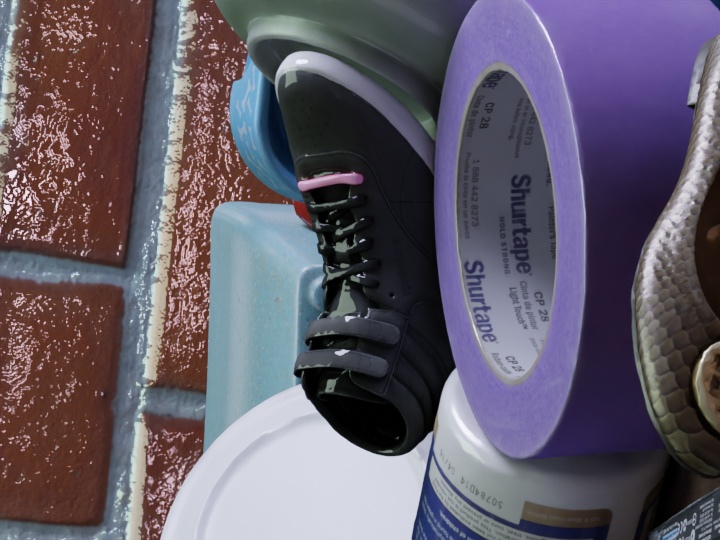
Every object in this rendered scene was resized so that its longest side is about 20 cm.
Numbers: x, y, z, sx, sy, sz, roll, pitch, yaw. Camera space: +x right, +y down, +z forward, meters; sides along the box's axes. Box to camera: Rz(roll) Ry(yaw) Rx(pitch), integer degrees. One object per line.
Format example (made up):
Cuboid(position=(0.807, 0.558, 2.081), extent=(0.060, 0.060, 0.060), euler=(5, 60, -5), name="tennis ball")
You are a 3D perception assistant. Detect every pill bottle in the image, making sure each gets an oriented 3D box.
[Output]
Cuboid(position=(0.077, 0.143, 1.165), extent=(0.111, 0.110, 0.201), euler=(-92, 10, -55), name="pill bottle")

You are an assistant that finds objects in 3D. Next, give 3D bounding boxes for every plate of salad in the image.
Cuboid(position=(-0.018, 0.148, 1.312), extent=(0.048, 0.199, 0.201), euler=(52, -148, -48), name="plate of salad")

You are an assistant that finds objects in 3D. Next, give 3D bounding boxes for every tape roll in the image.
Cuboid(position=(0.099, -0.022, 1.044), extent=(0.200, 0.084, 0.202), euler=(176, 90, -74), name="tape roll")

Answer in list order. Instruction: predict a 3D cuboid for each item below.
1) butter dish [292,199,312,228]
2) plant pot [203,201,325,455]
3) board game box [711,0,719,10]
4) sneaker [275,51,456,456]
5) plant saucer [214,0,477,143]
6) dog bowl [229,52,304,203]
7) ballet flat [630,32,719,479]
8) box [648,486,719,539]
Cuboid(position=(0.073, -0.110, 1.398), extent=(0.199, 0.147, 0.201), euler=(16, 107, 40), name="butter dish")
Cuboid(position=(0.008, 0.055, 1.485), extent=(0.200, 0.195, 0.197), euler=(171, 101, -83), name="plant pot")
Cuboid(position=(0.142, -0.205, 1.158), extent=(0.201, 0.055, 0.197), euler=(-91, 9, -50), name="board game box")
Cuboid(position=(0.000, 0.000, 1.138), extent=(0.099, 0.070, 0.201), euler=(-50, -56, -40), name="sneaker")
Cuboid(position=(0.002, -0.107, 1.166), extent=(0.200, 0.199, 0.050), euler=(118, 177, -75), name="plant saucer")
Cuboid(position=(-0.008, -0.127, 1.289), extent=(0.050, 0.111, 0.201), euler=(-117, 33, -73), name="dog bowl")
Cuboid(position=(0.142, -0.016, 0.888), extent=(0.046, 0.067, 0.201), euler=(-22, 40, 41), name="ballet flat")
Cuboid(position=(0.140, 0.171, 0.848), extent=(0.200, 0.047, 0.195), euler=(116, 157, -72), name="box")
